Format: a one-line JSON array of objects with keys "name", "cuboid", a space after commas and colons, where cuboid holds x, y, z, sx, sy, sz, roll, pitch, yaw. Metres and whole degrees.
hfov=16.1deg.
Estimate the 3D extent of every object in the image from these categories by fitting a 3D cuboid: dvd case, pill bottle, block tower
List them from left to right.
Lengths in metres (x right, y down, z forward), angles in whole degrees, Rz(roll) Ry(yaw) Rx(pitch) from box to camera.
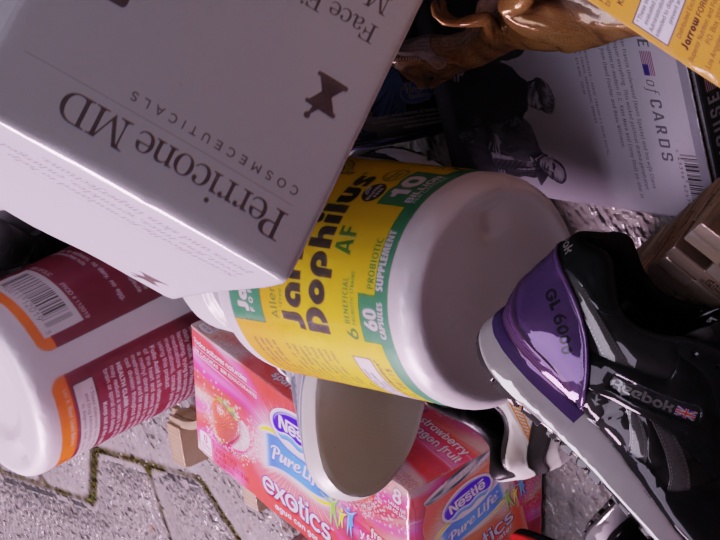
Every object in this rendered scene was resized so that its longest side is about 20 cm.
[{"name": "pill bottle", "cuboid": [-0.138, 0.031, 1.514, 0.114, 0.200, 0.114, 36, 140, 38]}, {"name": "pill bottle", "cuboid": [0.000, 0.000, 1.248, 0.200, 0.113, 0.113, 10, 121, 49]}, {"name": "dvd case", "cuboid": [0.098, -0.103, 1.228, 0.200, 0.025, 0.151, 11, 122, 52]}, {"name": "block tower", "cuboid": [0.152, 0.008, 1.169, 0.058, 0.054, 0.200, 39, 153, 1]}]

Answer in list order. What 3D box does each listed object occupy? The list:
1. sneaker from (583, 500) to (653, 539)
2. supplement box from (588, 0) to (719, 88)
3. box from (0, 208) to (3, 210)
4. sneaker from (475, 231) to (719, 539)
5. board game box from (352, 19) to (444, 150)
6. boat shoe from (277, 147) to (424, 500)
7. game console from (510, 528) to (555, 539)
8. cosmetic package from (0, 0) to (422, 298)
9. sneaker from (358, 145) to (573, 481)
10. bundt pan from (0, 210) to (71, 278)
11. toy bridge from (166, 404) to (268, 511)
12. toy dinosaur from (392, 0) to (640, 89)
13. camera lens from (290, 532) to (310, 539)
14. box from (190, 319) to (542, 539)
[{"name": "sneaker", "cuboid": [0.176, 0.117, 1.217, 0.088, 0.076, 0.200, 49, 146, 13]}, {"name": "supplement box", "cuboid": [0.114, -0.156, 1.082, 0.200, 0.067, 0.069, 34, 141, 17]}, {"name": "box", "cuboid": [-0.147, -0.157, 1.412, 0.199, 0.171, 0.200, -4, 109, 58]}, {"name": "sneaker", "cuboid": [0.148, 0.066, 1.107, 0.200, 0.076, 0.088, 41, 120, 3]}, {"name": "board game box", "cuboid": [-0.063, -0.154, 1.309, 0.062, 0.200, 0.200, -10, 90, 59]}, {"name": "boat shoe", "cuboid": [-0.010, 0.033, 1.377, 0.071, 0.070, 0.201, -28, 51, 51]}, {"name": "game console", "cuboid": [0.174, 0.177, 1.191, 0.177, 0.031, 0.200, 13, 166, 38]}, {"name": "cosmetic package", "cuboid": [-0.087, -0.112, 1.161, 0.165, 0.200, 0.165, 29, 166, -18]}, {"name": "sneaker", "cuboid": [0.050, 0.022, 1.320, 0.200, 0.080, 0.074, 51, 163, 15]}, {"name": "bundt pan", "cuboid": [-0.198, -0.018, 1.579, 0.076, 0.202, 0.202, 27, 134, 35]}, {"name": "toy bridge", "cuboid": [-0.064, 0.120, 1.640, 0.200, 0.027, 0.067, 24, 129, 47]}, {"name": "toy dinosaur", "cuboid": [0.098, -0.120, 1.158, 0.200, 0.060, 0.106, 3, 126, 42]}, {"name": "camera lens", "cuboid": [0.031, 0.242, 1.458, 0.200, 0.160, 0.160, 30, 136, 42]}, {"name": "box", "cuboid": [0.002, 0.093, 1.448, 0.200, 0.103, 0.095, 36, 138, 40]}]
